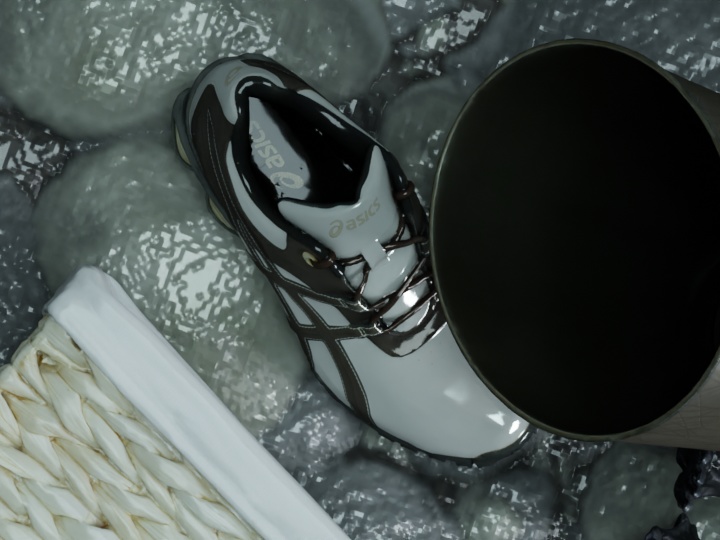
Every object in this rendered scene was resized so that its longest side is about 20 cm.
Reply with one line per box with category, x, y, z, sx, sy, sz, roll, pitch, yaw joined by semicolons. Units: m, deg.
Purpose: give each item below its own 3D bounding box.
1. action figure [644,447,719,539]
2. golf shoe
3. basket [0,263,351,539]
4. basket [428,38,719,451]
action figure;0.207;0.143;1.131;0.199;0.102;0.119;24;121;-3
golf shoe;0.000;0.000;1.119;0.078;0.094;0.200;-44;95;-9
basket;-0.080;0.110;1.084;0.123;0.136;0.200;-43;94;-3
basket;0.152;0.006;1.087;0.199;0.180;0.137;14;110;-39
